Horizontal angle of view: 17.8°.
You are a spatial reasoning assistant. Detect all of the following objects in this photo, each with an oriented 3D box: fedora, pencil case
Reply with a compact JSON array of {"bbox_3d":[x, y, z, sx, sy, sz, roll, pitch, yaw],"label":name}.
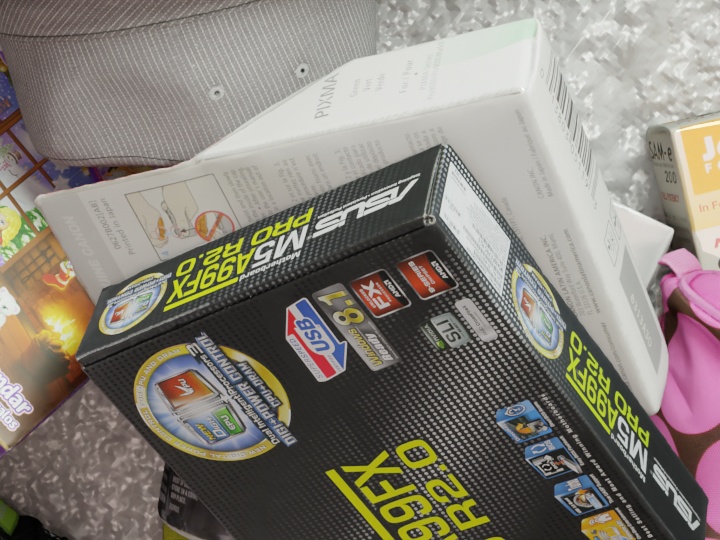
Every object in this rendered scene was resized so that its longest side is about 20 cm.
[{"bbox_3d":[-0.071,-0.092,0.896,0.199,0.177,0.091,-16,108,-26],"label":"fedora"},{"bbox_3d":[0.125,0.095,0.950,0.093,0.091,0.201,32,111,20],"label":"pencil case"}]

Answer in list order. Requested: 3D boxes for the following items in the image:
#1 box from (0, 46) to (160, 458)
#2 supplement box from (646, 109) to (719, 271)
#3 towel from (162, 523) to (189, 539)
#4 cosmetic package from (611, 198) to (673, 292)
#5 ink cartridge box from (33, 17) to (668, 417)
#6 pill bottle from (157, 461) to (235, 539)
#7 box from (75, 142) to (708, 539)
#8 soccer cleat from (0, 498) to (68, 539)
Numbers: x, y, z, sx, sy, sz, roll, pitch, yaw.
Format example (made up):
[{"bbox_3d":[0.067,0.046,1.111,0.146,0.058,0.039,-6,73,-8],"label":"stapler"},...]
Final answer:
[{"bbox_3d":[-0.166,-0.039,0.914,0.200,0.039,0.137,49,55,-5],"label":"box"},{"bbox_3d":[0.211,0.019,1.009,0.125,0.074,0.201,-14,94,1],"label":"supplement box"},{"bbox_3d":[-0.040,0.195,0.973,0.086,0.201,0.018,10,139,-19],"label":"towel"},{"bbox_3d":[0.070,0.061,1.007,0.050,0.083,0.201,24,94,-5],"label":"cosmetic package"},{"bbox_3d":[0.000,0.000,0.880,0.199,0.050,0.161,-10,127,22],"label":"ink cartridge box"},{"bbox_3d":[-0.021,0.019,0.989,0.106,0.106,0.201,10,95,-1],"label":"pill bottle"},{"bbox_3d":[0.016,0.062,0.870,0.160,0.044,0.200,-22,123,27],"label":"box"},{"bbox_3d":[-0.148,0.141,1.015,0.199,0.068,0.081,7,109,2],"label":"soccer cleat"}]
